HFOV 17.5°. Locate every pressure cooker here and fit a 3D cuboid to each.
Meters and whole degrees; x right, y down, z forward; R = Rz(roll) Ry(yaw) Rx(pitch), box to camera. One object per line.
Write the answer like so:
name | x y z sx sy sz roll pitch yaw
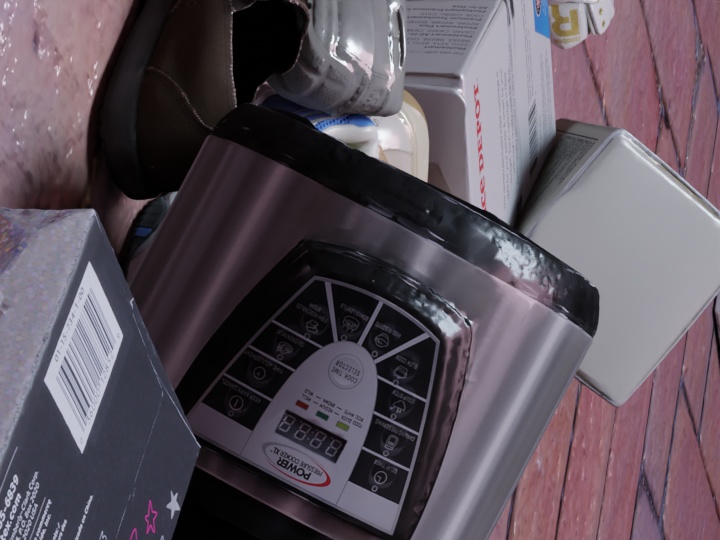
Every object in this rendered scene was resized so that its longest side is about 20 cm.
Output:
pressure cooker | -0.018 0.057 0.911 0.179 0.176 0.200 30 89 -44

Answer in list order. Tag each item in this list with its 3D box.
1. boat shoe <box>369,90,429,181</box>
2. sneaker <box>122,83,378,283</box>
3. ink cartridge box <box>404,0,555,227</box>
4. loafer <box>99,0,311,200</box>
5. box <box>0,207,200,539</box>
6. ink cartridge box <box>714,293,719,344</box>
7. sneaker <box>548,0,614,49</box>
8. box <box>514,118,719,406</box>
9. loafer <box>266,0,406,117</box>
boat shoe | 0.000 0.000 1.236 0.069 0.074 0.200 -46 137 -47
sneaker | -0.050 -0.009 1.041 0.076 0.077 0.200 76 27 -49
ink cartridge box | 0.048 -0.092 1.331 0.200 0.084 0.146 -60 150 -54
loafer | -0.052 -0.113 1.020 0.073 0.071 0.200 67 31 -56
box | -0.142 0.092 0.702 0.132 0.115 0.200 72 26 -48
ink cartridge box | 0.474 0.053 2.759 0.200 0.083 0.147 71 27 -51
sneaker | 0.148 -0.210 1.652 0.200 0.074 0.116 -42 130 -68
box | 0.137 -0.010 1.415 0.128 0.109 0.200 -50 -173 2
loafer | -0.009 -0.160 1.106 0.070 0.070 0.200 20 58 -31
